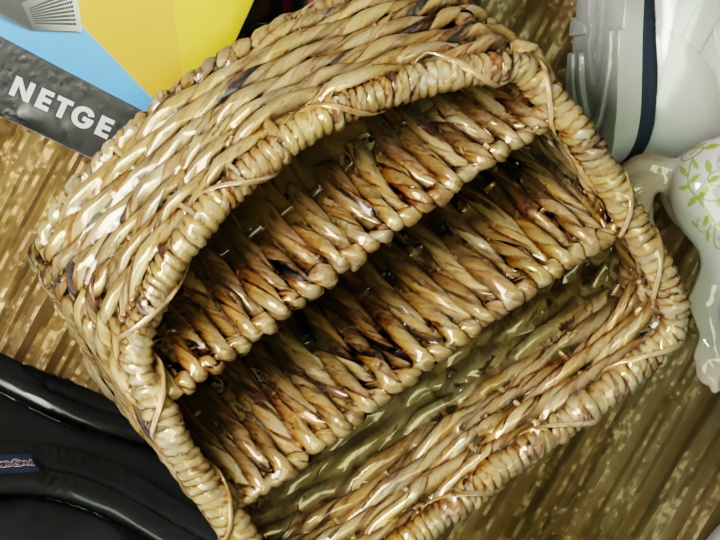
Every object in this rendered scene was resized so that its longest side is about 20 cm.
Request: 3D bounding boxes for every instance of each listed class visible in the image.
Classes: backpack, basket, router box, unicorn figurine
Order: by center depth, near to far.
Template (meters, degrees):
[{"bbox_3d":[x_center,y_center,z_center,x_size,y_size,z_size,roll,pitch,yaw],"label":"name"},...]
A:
[{"bbox_3d":[0.000,0.000,1.088,0.200,0.149,0.143,-34,141,-9],"label":"basket"},{"bbox_3d":[-0.132,-0.140,1.110,0.200,0.051,0.149,24,105,-5],"label":"router box"},{"bbox_3d":[0.189,-0.032,1.159,0.200,0.074,0.138,-14,94,-17],"label":"unicorn figurine"},{"bbox_3d":[-0.121,0.131,1.173,0.200,0.163,0.168,18,119,-13],"label":"backpack"}]

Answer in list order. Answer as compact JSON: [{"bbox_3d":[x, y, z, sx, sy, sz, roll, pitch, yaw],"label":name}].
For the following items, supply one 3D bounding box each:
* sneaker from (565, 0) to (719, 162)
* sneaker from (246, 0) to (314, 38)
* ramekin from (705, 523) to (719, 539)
[{"bbox_3d":[0.135,-0.138,1.185,0.080,0.076,0.200,3,103,-15],"label":"sneaker"},{"bbox_3d":[0.023,-0.160,1.172,0.098,0.071,0.201,12,92,-16],"label":"sneaker"},{"bbox_3d":[0.226,0.180,1.219,0.202,0.094,0.203,0,98,-1],"label":"ramekin"}]
